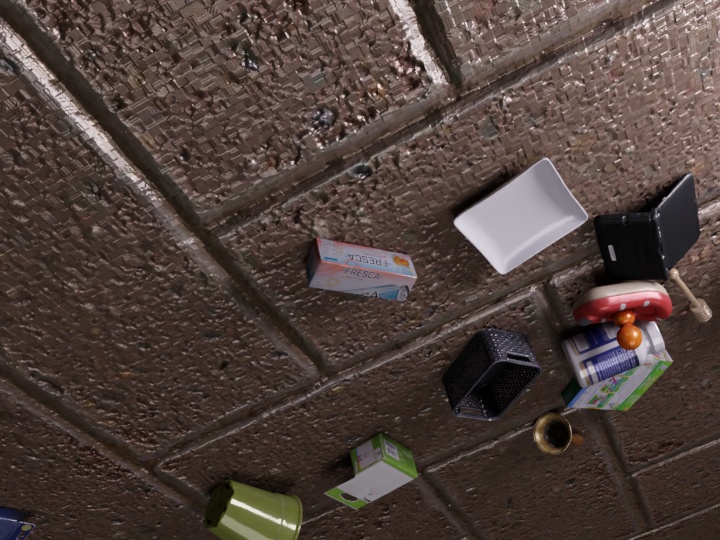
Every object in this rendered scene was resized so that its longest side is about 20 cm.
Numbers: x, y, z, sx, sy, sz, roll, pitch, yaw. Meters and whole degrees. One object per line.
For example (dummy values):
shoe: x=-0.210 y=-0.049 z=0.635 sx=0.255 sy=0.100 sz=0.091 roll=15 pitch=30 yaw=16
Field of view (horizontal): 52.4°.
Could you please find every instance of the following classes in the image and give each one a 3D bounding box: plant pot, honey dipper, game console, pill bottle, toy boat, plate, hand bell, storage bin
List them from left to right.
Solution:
plant pot: x=-0.276 y=0.609 z=1.800 sx=0.189 sy=0.201 sz=0.200 roll=36 pitch=118 yaw=-24
storage bin: x=0.288 y=0.234 z=1.630 sx=0.134 sy=0.094 sz=0.201 roll=12 pitch=129 yaw=-25
plate: x=0.293 y=-0.100 z=1.345 sx=0.199 sy=0.033 sz=0.200 roll=-35 pitch=132 yaw=18
hand bell: x=0.544 y=0.438 z=1.927 sx=0.104 sy=0.105 sz=0.199 roll=-39 pitch=144 yaw=23
pill bottle: x=0.560 y=0.172 z=1.626 sx=0.198 sy=0.117 sz=0.116 roll=-24 pitch=135 yaw=9
toy boat: x=0.551 y=0.101 z=1.524 sx=0.197 sy=0.133 sz=0.131 roll=-8 pitch=162 yaw=-7
game console: x=0.570 y=-0.082 z=1.449 sx=0.174 sy=0.118 sz=0.201 roll=-1 pitch=143 yaw=30
honey dipper: x=0.723 y=0.052 z=1.611 sx=0.038 sy=0.038 sz=0.199 roll=-35 pitch=131 yaw=20

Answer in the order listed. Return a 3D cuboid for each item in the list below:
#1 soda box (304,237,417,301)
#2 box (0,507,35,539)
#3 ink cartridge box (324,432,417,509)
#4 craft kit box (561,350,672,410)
soda box: x=0.000 y=0.000 z=1.341 sx=0.197 sy=0.064 sz=0.069 roll=10 pitch=131 yaw=-23
box: x=-0.876 y=0.593 z=1.707 sx=0.198 sy=0.033 sz=0.121 roll=25 pitch=123 yaw=-32
ink cartridge box: x=0.020 y=0.508 z=1.840 sx=0.199 sy=0.076 sz=0.148 roll=-33 pitch=134 yaw=19
craft kit box: x=0.624 y=0.263 z=1.788 sx=0.195 sy=0.049 sz=0.201 roll=10 pitch=130 yaw=-20
